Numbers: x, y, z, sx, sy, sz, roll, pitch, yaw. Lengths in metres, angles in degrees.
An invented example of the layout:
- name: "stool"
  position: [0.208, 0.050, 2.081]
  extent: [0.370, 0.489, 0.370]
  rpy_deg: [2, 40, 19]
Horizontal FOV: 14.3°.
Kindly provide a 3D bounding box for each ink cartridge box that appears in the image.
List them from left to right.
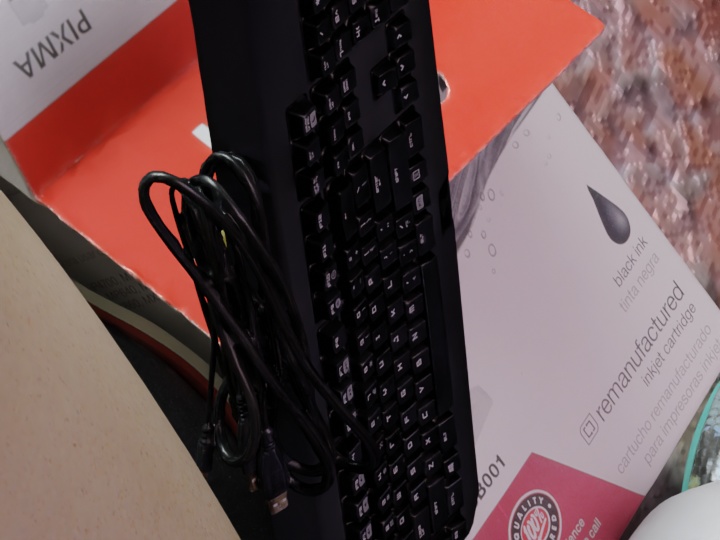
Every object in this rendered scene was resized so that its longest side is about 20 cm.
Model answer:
- name: "ink cartridge box"
  position: [-0.051, -0.092, 0.730]
  extent: [0.200, 0.047, 0.160]
  rpy_deg: [39, 55, 11]
- name: "ink cartridge box"
  position: [0.000, 0.000, 0.818]
  extent: [0.200, 0.085, 0.146]
  rpy_deg: [50, 52, -19]

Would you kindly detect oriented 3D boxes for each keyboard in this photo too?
- name: "keyboard"
  position: [0.002, 0.010, 0.679]
  extent: [0.104, 0.040, 0.201]
  rpy_deg: [-39, 134, -38]

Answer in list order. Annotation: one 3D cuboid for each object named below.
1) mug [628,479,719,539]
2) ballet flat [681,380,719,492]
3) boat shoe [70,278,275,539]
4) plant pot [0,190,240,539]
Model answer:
- name: "mug"
  position: [0.153, 0.127, 0.800]
  extent: [0.153, 0.150, 0.187]
  rpy_deg: [-6, 57, -25]
- name: "ballet flat"
  position: [0.134, 0.114, 0.921]
  extent: [0.074, 0.074, 0.201]
  rpy_deg: [33, 59, -32]
- name: "boat shoe"
  position: [-0.095, 0.028, 0.730]
  extent: [0.200, 0.071, 0.063]
  rpy_deg: [47, 38, -16]
- name: "plant pot"
  position: [-0.100, 0.082, 0.635]
  extent: [0.200, 0.187, 0.188]
  rpy_deg: [44, 55, -25]
